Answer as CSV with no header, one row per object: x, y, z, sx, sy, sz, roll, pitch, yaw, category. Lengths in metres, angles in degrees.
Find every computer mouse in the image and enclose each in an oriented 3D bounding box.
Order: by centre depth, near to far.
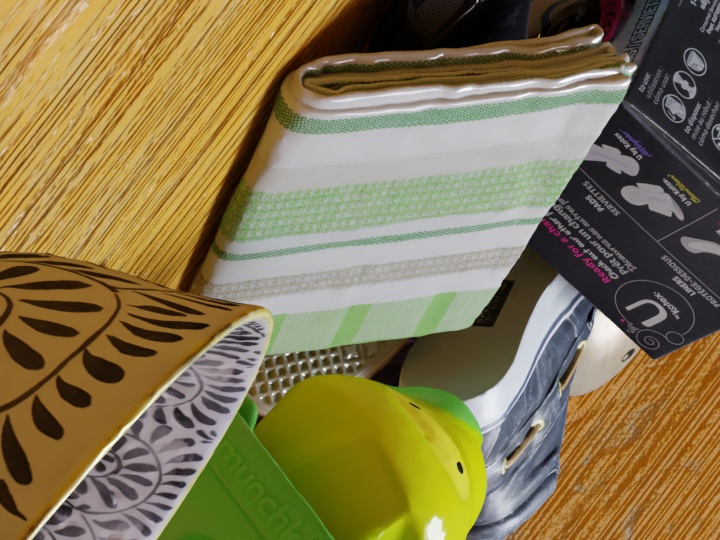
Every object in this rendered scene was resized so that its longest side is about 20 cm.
0.053,-0.122,1.089,0.140,0.046,0.200,-41,159,-19,computer mouse

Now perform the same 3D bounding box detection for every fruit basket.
-0.025,0.095,0.999,0.216,0.215,0.156,-50,173,-23,fruit basket

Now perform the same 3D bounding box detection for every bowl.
-0.117,0.062,0.665,0.201,0.094,0.201,-51,173,-8,bowl

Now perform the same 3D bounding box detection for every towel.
0.009,-0.027,1.105,0.148,0.031,0.200,-6,152,-24,towel

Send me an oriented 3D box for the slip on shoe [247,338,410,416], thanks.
0.000,0.000,1.279,0.200,0.074,0.061,-54,179,-37,slip on shoe

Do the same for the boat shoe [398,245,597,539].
0.075,0.037,1.304,0.200,0.070,0.091,-54,142,-44,boat shoe

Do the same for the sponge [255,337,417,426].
-0.015,0.065,1.314,0.200,0.111,0.030,-41,145,-59,sponge

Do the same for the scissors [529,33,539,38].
0.061,-0.078,1.362,0.201,0.014,0.073,-63,-176,-24,scissors

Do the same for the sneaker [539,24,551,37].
0.138,-0.119,1.398,0.077,0.088,0.201,119,-4,-53,sneaker

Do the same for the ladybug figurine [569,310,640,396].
0.114,-0.034,1.427,0.072,0.136,0.201,-20,-124,31,ladybug figurine

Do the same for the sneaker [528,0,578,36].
0.113,-0.137,1.177,0.076,0.105,0.200,-49,172,-24,sneaker

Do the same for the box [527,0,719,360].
0.156,-0.083,1.278,0.115,0.132,0.200,-31,-156,47,box
